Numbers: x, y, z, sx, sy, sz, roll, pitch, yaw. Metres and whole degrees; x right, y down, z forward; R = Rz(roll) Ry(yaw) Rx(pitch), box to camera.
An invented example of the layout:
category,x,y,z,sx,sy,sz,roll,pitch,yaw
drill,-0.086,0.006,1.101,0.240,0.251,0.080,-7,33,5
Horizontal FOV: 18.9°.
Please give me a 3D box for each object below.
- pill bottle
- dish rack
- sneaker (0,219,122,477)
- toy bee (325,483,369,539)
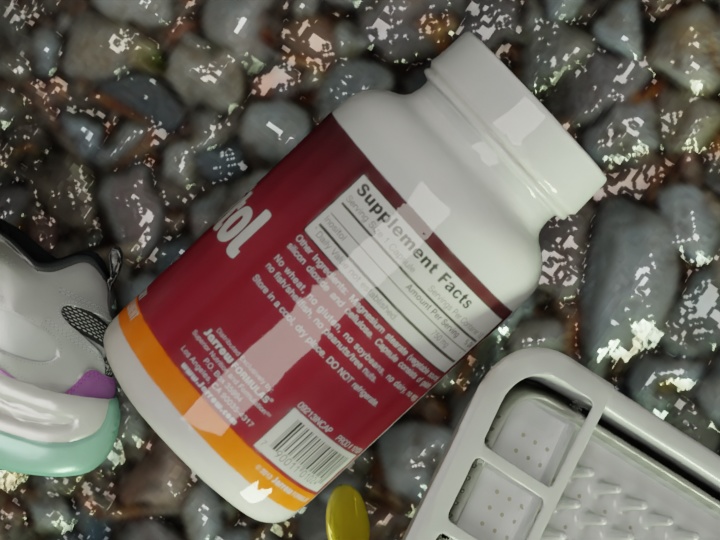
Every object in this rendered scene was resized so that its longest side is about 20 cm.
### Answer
category,x,y,z,sx,sy,sz,roll,pitch,yaw
pill bottle,0.000,0.000,0.893,0.200,0.113,0.113,-43,91,4
dish rack,0.094,0.144,0.890,0.200,0.044,0.172,32,74,-20
sneaker,-0.199,0.009,0.929,0.200,0.078,0.140,6,93,-7
toy bee,-0.013,0.170,0.909,0.200,0.109,0.131,-33,93,5
